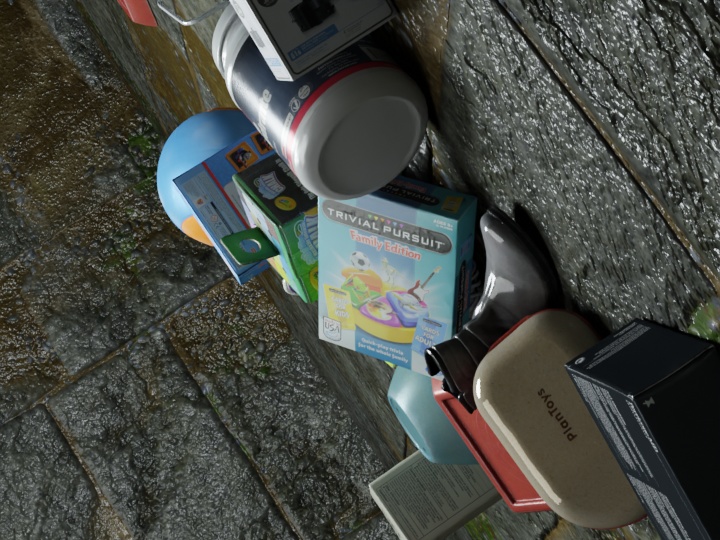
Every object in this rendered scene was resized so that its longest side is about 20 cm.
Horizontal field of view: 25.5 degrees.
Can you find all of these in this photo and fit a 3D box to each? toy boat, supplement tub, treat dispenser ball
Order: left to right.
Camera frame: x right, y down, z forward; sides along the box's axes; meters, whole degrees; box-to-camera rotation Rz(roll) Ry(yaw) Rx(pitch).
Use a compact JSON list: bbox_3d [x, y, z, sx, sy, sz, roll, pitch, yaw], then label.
[{"bbox_3d":[-0.191,-0.133,2.284,0.201,0.201,0.201,55,171,13],"label":"treat dispenser ball"},{"bbox_3d":[-0.041,-0.174,1.502,0.200,0.140,0.140,50,169,37],"label":"supplement tub"},{"bbox_3d":[0.201,0.133,1.420,0.200,0.130,0.131,55,-158,17],"label":"toy boat"}]

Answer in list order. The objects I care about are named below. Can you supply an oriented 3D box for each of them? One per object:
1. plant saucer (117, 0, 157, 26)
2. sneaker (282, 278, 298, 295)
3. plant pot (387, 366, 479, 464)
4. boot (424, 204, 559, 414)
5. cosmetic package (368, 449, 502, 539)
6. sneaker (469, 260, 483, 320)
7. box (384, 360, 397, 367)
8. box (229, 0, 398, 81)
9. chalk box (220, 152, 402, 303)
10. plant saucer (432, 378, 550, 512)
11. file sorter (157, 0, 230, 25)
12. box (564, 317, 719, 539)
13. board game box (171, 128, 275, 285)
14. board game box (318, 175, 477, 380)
[{"bbox_3d":[-0.437,-0.534,2.764,0.200,0.037,0.200,53,171,28],"label":"plant saucer"},{"bbox_3d":[0.000,0.000,1.879,0.083,0.200,0.081,27,112,51],"label":"sneaker"},{"bbox_3d":[0.112,0.144,1.817,0.200,0.135,0.200,55,171,13],"label":"plant pot"},{"bbox_3d":[0.114,0.044,1.449,0.070,0.132,0.200,48,168,49],"label":"boot"},{"bbox_3d":[0.119,0.250,1.939,0.105,0.200,0.071,56,172,15],"label":"cosmetic package"},{"bbox_3d":[0.090,0.012,1.669,0.200,0.077,0.085,57,167,1],"label":"sneaker"},{"bbox_3d":[0.014,-0.012,1.676,0.122,0.048,0.200,41,145,46],"label":"box"},{"bbox_3d":[-0.070,-0.277,1.374,0.200,0.117,0.060,60,171,-14],"label":"box"},{"bbox_3d":[-0.055,-0.058,1.769,0.125,0.200,0.124,48,163,47],"label":"chalk box"},{"bbox_3d":[0.168,0.171,1.632,0.200,0.037,0.200,56,150,-8],"label":"plant saucer"},{"bbox_3d":[-0.188,-0.376,1.650,0.200,0.124,0.139,63,169,-30],"label":"file sorter"},{"bbox_3d":[0.255,0.147,1.217,0.200,0.079,0.141,60,174,-13],"label":"box"},{"bbox_3d":[-0.101,-0.098,1.908,0.151,0.200,0.037,55,172,17],"label":"board game box"},{"bbox_3d":[0.033,0.001,1.574,0.151,0.047,0.200,17,130,22],"label":"board game box"}]
